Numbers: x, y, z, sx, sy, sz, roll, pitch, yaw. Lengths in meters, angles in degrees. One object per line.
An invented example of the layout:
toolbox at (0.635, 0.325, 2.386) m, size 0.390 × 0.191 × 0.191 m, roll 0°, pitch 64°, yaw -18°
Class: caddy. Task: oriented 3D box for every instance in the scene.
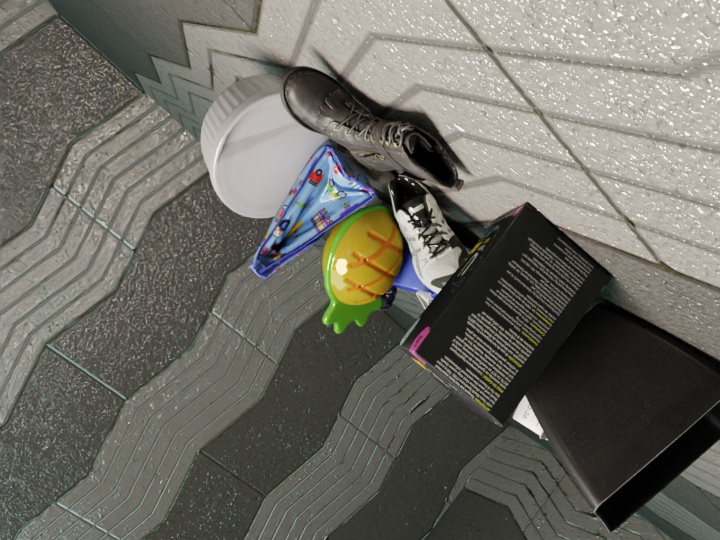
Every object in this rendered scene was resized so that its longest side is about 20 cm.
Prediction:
caddy at (0.122, -0.010, 1.103) m, size 0.139 × 0.107 × 0.200 m, roll 18°, pitch 177°, yaw -6°

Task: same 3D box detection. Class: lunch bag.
lunch bag at (-0.081, -0.072, 0.975) m, size 0.094 × 0.200 × 0.151 m, roll 43°, pitch -172°, yaw -10°

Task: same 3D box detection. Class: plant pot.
plant pot at (0.303, 0.161, 0.853) m, size 0.178 × 0.199 × 0.200 m, roll 51°, pitch -177°, yaw 34°

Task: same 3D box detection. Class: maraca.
maraca at (0.000, 0.000, 1.037) m, size 0.136 × 0.203 × 0.107 m, roll -12°, pitch -145°, yaw -36°

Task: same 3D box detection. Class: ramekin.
ramekin at (-0.137, -0.185, 1.031) m, size 0.094 × 0.202 × 0.202 m, roll 50°, pitch -178°, yaw 37°

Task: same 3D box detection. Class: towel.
towel at (0.002, -0.156, 1.114) m, size 0.132 × 0.035 × 0.199 m, roll 42°, pitch 174°, yaw -33°

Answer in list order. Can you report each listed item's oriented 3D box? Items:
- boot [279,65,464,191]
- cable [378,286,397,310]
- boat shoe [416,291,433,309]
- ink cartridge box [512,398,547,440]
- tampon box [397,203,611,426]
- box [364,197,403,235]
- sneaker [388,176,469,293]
boot at (0.015, -0.164, 0.819) m, size 0.199 × 0.070 × 0.174 m, roll 31°, pitch 179°, yaw -30°
cable at (0.013, -0.042, 1.195) m, size 0.202 × 0.050 × 0.164 m, roll -88°, pitch -24°, yaw -49°
boat shoe at (0.147, 0.107, 1.238) m, size 0.202 × 0.069 × 0.071 m, roll 66°, pitch 163°, yaw -17°
ink cartridge box at (0.308, 0.197, 1.127) m, size 0.067 × 0.118 × 0.199 m, roll 28°, pitch -176°, yaw 30°
tampon box at (0.155, 0.050, 0.819) m, size 0.126 × 0.201 × 0.150 m, roll 39°, pitch 174°, yaw -1°
box at (0.049, -0.077, 1.157) m, size 0.038 × 0.042 × 0.199 m, roll 27°, pitch -177°, yaw 26°
sneaker at (0.084, -0.052, 0.958) m, size 0.088 × 0.075 × 0.201 m, roll 55°, pitch -176°, yaw -45°
